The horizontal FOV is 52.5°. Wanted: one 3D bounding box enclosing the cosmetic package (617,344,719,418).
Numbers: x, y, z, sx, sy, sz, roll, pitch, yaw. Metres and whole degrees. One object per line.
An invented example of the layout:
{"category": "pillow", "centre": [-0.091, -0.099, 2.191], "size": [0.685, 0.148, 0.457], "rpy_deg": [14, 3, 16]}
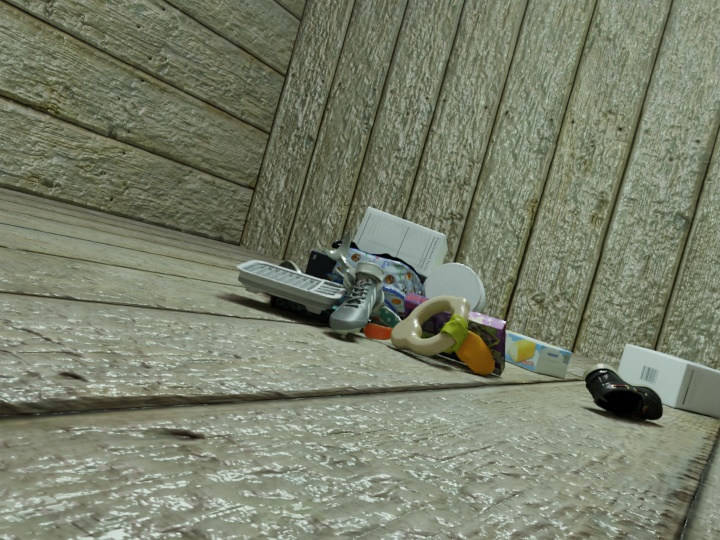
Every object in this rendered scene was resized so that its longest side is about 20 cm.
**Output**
{"category": "cosmetic package", "centre": [0.831, 0.292, 1.945], "size": [0.198, 0.124, 0.199], "rpy_deg": [17, 1, -30]}

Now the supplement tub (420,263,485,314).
{"category": "supplement tub", "centre": [0.208, 0.076, 1.648], "size": [0.143, 0.146, 0.200], "rpy_deg": [16, -18, 13]}

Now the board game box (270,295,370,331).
{"category": "board game box", "centre": [-0.083, 0.078, 1.465], "size": [0.198, 0.029, 0.135], "rpy_deg": [16, 1, -8]}

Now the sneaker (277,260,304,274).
{"category": "sneaker", "centre": [-0.134, 0.028, 1.614], "size": [0.105, 0.076, 0.200], "rpy_deg": [17, -7, -22]}

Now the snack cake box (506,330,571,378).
{"category": "snack cake box", "centre": [0.395, 0.194, 1.769], "size": [0.114, 0.068, 0.199], "rpy_deg": [15, 2, -35]}

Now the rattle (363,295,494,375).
{"category": "rattle", "centre": [0.124, 0.128, 1.323], "size": [0.198, 0.132, 0.143], "rpy_deg": [-19, -38, 31]}

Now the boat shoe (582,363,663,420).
{"category": "boat shoe", "centre": [0.474, 0.232, 1.297], "size": [0.200, 0.074, 0.064], "rpy_deg": [28, 33, -31]}

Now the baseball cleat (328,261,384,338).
{"category": "baseball cleat", "centre": [-0.007, 0.043, 1.285], "size": [0.069, 0.108, 0.200], "rpy_deg": [5, 15, 14]}

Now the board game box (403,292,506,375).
{"category": "board game box", "centre": [0.176, 0.118, 1.370], "size": [0.198, 0.032, 0.121], "rpy_deg": [17, -41, 27]}

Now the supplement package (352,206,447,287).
{"category": "supplement package", "centre": [0.093, -0.050, 1.718], "size": [0.198, 0.115, 0.110], "rpy_deg": [22, -12, 15]}

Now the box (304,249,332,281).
{"category": "box", "centre": [-0.015, 0.041, 1.843], "size": [0.198, 0.125, 0.198], "rpy_deg": [18, 1, 28]}

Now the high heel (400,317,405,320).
{"category": "high heel", "centre": [0.177, 0.124, 1.782], "size": [0.141, 0.072, 0.200], "rpy_deg": [10, -11, 23]}

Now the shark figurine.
{"category": "shark figurine", "centre": [0.003, 0.004, 1.458], "size": [0.129, 0.089, 0.215], "rpy_deg": [57, 2, -23]}

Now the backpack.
{"category": "backpack", "centre": [0.034, 0.035, 1.587], "size": [0.188, 0.156, 0.200], "rpy_deg": [7, -17, 24]}

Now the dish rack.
{"category": "dish rack", "centre": [-0.130, 0.032, 1.373], "size": [0.198, 0.044, 0.172], "rpy_deg": [18, 8, 4]}
